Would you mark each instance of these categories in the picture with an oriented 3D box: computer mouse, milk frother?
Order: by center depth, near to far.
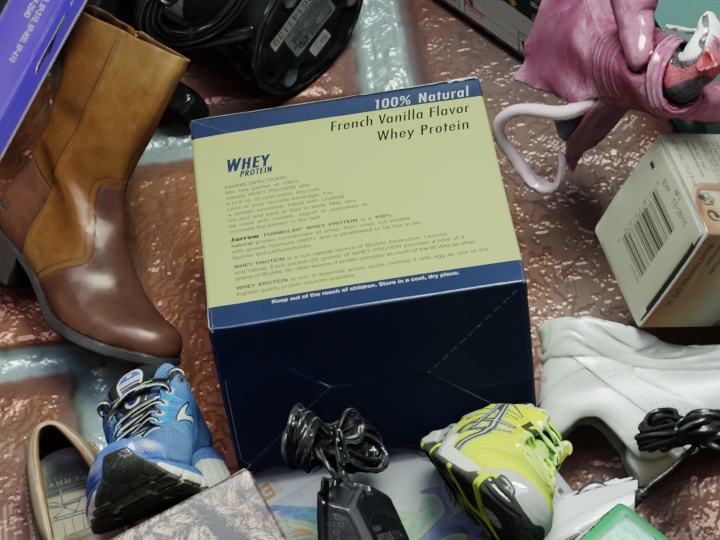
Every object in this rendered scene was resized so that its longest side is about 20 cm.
[{"bbox_3d":[0.003,0.181,1.458,0.053,0.138,0.200,-28,74,14],"label":"computer mouse"},{"bbox_3d":[0.133,0.147,1.462,0.200,0.110,0.044,-41,97,-5],"label":"computer mouse"},{"bbox_3d":[-0.127,-0.225,1.735,0.188,0.200,0.181,34,67,26],"label":"milk frother"}]

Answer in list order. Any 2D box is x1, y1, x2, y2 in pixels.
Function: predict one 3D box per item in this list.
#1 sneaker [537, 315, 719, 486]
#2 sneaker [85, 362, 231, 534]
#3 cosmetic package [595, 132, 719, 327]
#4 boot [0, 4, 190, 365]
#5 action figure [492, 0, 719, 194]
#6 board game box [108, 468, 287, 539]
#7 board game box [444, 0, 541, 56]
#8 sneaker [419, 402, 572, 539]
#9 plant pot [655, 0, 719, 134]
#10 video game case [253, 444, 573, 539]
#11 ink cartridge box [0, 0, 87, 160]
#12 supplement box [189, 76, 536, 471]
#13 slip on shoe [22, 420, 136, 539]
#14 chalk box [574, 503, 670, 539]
[{"bbox_3d":[0.206,0.094,1.559,0.200,0.078,0.100,10,80,5],"label":"sneaker"},{"bbox_3d":[-0.135,0.106,1.492,0.078,0.200,0.089,-22,88,3],"label":"sneaker"},{"bbox_3d":[0.267,-0.025,1.564,0.200,0.103,0.087,-2,52,-26],"label":"cosmetic package"},{"bbox_3d":[-0.155,-0.055,1.632,0.188,0.068,0.200,38,108,38],"label":"boot"},{"bbox_3d":[0.164,-0.130,1.526,0.149,0.134,0.200,-47,23,-10],"label":"action figure"},{"bbox_3d":[-0.119,0.239,1.432,0.200,0.097,0.160,-28,76,-14],"label":"board game box"},{"bbox_3d":[0.127,-0.254,1.720,0.097,0.200,0.159,-40,60,-21],"label":"board game box"},{"bbox_3d":[0.087,0.112,1.452,0.076,0.200,0.075,-34,101,-2],"label":"sneaker"},{"bbox_3d":[0.280,-0.165,1.661,0.161,0.201,0.201,-26,55,-2],"label":"plant pot"},{"bbox_3d":[0.045,0.169,1.541,0.182,0.022,0.200,-29,57,-14],"label":"video game case"},{"bbox_3d":[-0.227,-0.203,1.707,0.043,0.198,0.200,22,32,-19],"label":"ink cartridge box"},{"bbox_3d":[0.000,0.000,1.580,0.200,0.134,0.200,-9,44,-1],"label":"supplement box"},{"bbox_3d":[-0.166,0.182,1.527,0.076,0.061,0.200,-16,56,-6],"label":"slip on shoe"},{"bbox_3d":[0.151,0.228,1.376,0.124,0.200,0.125,-39,61,-22],"label":"chalk box"}]
